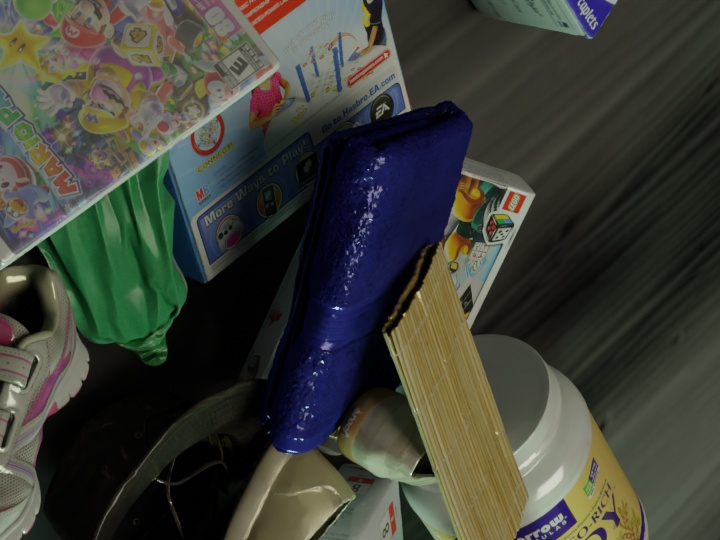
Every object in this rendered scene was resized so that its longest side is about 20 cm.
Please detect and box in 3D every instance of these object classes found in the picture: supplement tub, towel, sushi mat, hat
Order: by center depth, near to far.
[{"bbox_3d":[0.000,0.000,1.340,0.148,0.049,0.201,-27,137,-62],"label":"towel"},{"bbox_3d":[-0.137,0.130,1.356,0.201,0.081,0.201,-47,159,-23],"label":"hat"},{"bbox_3d":[0.060,0.092,1.357,0.096,0.012,0.200,-59,137,-51],"label":"sushi mat"},{"bbox_3d":[0.112,0.153,1.608,0.146,0.145,0.200,-53,137,-20],"label":"supplement tub"}]

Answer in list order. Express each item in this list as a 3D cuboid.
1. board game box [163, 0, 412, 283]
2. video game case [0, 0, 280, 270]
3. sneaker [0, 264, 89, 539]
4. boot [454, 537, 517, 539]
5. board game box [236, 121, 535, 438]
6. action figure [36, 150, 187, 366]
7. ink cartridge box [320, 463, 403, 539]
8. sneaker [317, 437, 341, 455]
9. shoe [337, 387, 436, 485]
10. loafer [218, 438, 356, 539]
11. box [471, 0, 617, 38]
[{"bbox_3d":[-0.070,-0.130,1.362,0.200,0.056,0.196,-40,131,-32],"label":"board game box"},{"bbox_3d":[-0.160,-0.113,1.211,0.200,0.018,0.143,-38,90,-24],"label":"video game case"},{"bbox_3d":[-0.207,0.071,1.215,0.200,0.081,0.088,-78,170,-47],"label":"sneaker"},{"bbox_3d":[0.074,0.288,1.532,0.200,0.077,0.138,-50,133,-4],"label":"boot"},{"bbox_3d":[0.014,0.015,1.433,0.126,0.035,0.200,16,109,-27],"label":"board game box"},{"bbox_3d":[-0.148,-0.027,1.291,0.118,0.055,0.200,-19,119,-6],"label":"action figure"},{"bbox_3d":[-0.020,0.253,1.509,0.200,0.050,0.163,-62,153,-50],"label":"ink cartridge box"},{"bbox_3d":[0.013,0.030,1.497,0.075,0.082,0.201,14,94,-50],"label":"sneaker"},{"bbox_3d":[0.050,0.110,1.418,0.200,0.053,0.070,7,107,-65],"label":"shoe"},{"bbox_3d":[-0.065,0.196,1.355,0.076,0.068,0.200,50,65,-80],"label":"loafer"},{"bbox_3d":[0.129,-0.292,1.487,0.200,0.105,0.184,-58,139,-16],"label":"box"}]
